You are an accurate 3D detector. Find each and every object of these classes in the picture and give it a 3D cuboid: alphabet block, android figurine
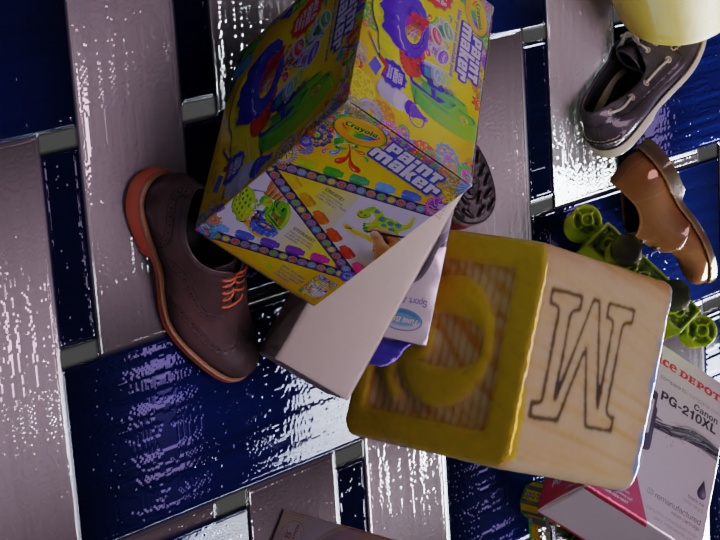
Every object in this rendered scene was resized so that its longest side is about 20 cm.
[{"bbox_3d":[0.133,0.078,1.830,0.199,0.194,0.198,15,84,-48],"label":"alphabet block"},{"bbox_3d":[0.265,0.011,1.974,0.041,0.182,0.200,-47,175,-4],"label":"android figurine"}]

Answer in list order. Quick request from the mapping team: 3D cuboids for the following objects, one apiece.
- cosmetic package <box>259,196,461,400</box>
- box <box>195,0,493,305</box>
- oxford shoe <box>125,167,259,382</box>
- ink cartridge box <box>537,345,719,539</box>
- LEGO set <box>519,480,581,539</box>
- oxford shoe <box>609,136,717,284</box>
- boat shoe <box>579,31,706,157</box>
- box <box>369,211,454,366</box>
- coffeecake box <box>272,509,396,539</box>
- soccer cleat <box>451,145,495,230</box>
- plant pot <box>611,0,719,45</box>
[{"bbox_3d":[0.000,0.000,1.675,0.073,0.104,0.201,31,83,-10],"label":"cosmetic package"},{"bbox_3d":[-0.009,-0.118,1.571,0.122,0.192,0.201,33,43,-24],"label":"box"},{"bbox_3d":[-0.120,0.011,1.628,0.071,0.072,0.201,-47,128,-32],"label":"oxford shoe"},{"bbox_3d":[0.268,0.173,1.993,0.144,0.084,0.201,32,52,-17],"label":"ink cartridge box"},{"bbox_3d":[0.258,0.261,2.048,0.199,0.115,0.155,-8,103,-46],"label":"LEGO set"},{"bbox_3d":[0.307,-0.048,2.101,0.071,0.071,0.200,-38,128,-3],"label":"oxford shoe"},{"bbox_3d":[0.279,-0.205,2.025,0.201,0.072,0.063,-56,135,-19],"label":"boat shoe"},{"bbox_3d":[0.013,-0.022,1.748,0.118,0.041,0.202,12,86,-10],"label":"box"},{"bbox_3d":[-0.002,0.300,1.713,0.073,0.199,0.154,35,71,-45],"label":"coffeecake box"},{"bbox_3d":[0.068,-0.134,1.824,0.068,0.073,0.202,-11,87,-27],"label":"soccer cleat"},{"bbox_3d":[0.295,-0.324,1.946,0.201,0.200,0.189,-53,145,-27],"label":"plant pot"}]
